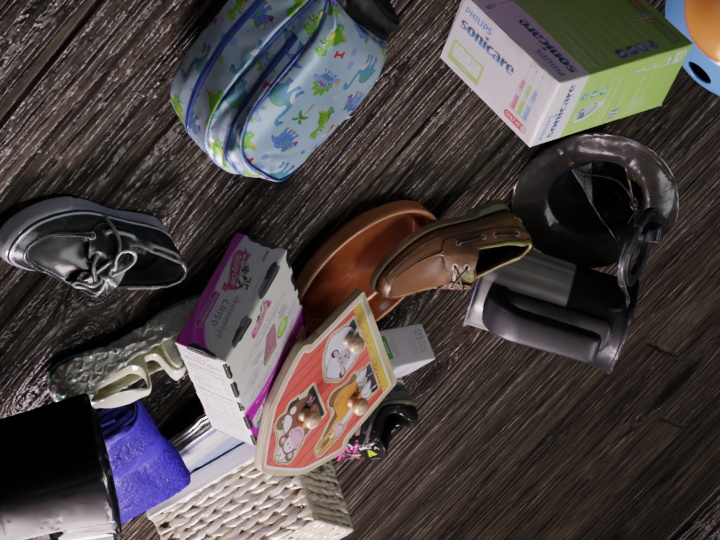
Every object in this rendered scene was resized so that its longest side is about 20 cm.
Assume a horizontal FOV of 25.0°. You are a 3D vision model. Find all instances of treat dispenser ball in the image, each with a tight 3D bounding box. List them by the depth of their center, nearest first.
[{"bbox_3d":[0.430,-0.282,1.750,0.200,0.201,0.201,-31,151,-20],"label":"treat dispenser ball"}]

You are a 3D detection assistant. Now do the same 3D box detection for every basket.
[{"bbox_3d":[-0.123,0.283,1.870,0.200,0.124,0.136,-30,158,13],"label":"basket"}]

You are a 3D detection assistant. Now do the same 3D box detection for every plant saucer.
[{"bbox_3d":[0.000,0.000,1.781,0.200,0.032,0.201,-31,151,-19],"label":"plant saucer"}]

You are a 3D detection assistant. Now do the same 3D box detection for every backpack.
[{"bbox_3d":[-0.066,-0.173,1.354,0.200,0.154,0.163,-32,161,10],"label":"backpack"}]

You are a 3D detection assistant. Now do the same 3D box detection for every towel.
[{"bbox_3d":[-0.265,0.213,1.689,0.147,0.050,0.200,-23,150,-1],"label":"towel"},{"bbox_3d":[-0.139,0.190,1.839,0.147,0.024,0.200,-37,156,29],"label":"towel"}]

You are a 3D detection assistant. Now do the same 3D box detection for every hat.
[{"bbox_3d":[0.279,-0.102,1.928,0.081,0.200,0.201,-77,-173,-50],"label":"hat"}]

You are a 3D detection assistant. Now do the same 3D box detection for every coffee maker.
[{"bbox_3d":[-0.326,0.194,1.473,0.199,0.135,0.192,-15,154,-10],"label":"coffee maker"}]

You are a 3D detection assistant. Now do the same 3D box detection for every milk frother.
[{"bbox_3d":[0.237,0.001,1.896,0.181,0.187,0.201,-30,137,-86],"label":"milk frother"}]

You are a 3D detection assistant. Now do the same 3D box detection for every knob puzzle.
[{"bbox_3d":[-0.037,0.143,1.730,0.219,0.030,0.220,-35,140,-36],"label":"knob puzzle"}]

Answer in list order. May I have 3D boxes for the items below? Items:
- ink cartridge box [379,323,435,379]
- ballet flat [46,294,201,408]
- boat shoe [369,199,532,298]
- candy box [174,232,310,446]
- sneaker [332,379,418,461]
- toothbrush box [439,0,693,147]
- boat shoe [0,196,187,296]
[{"bbox_3d":[-0.021,0.114,1.856,0.200,0.051,0.109,-10,163,-46],"label":"ink cartridge box"},{"bbox_3d":[-0.213,0.092,1.602,0.200,0.072,0.072,-27,149,-28],"label":"ballet flat"},{"bbox_3d":[0.104,-0.015,1.787,0.200,0.068,0.072,-28,151,-26],"label":"boat shoe"},{"bbox_3d":[-0.115,0.073,1.650,0.200,0.061,0.137,80,34,-59],"label":"candy box"},{"bbox_3d":[-0.010,0.207,2.003,0.200,0.087,0.074,-36,152,-12],"label":"sneaker"},{"bbox_3d":[0.205,-0.219,1.610,0.200,0.146,0.086,-19,146,-38],"label":"toothbrush box"},{"bbox_3d":[-0.231,-0.012,1.424,0.074,0.068,0.199,-51,151,16],"label":"boat shoe"}]
